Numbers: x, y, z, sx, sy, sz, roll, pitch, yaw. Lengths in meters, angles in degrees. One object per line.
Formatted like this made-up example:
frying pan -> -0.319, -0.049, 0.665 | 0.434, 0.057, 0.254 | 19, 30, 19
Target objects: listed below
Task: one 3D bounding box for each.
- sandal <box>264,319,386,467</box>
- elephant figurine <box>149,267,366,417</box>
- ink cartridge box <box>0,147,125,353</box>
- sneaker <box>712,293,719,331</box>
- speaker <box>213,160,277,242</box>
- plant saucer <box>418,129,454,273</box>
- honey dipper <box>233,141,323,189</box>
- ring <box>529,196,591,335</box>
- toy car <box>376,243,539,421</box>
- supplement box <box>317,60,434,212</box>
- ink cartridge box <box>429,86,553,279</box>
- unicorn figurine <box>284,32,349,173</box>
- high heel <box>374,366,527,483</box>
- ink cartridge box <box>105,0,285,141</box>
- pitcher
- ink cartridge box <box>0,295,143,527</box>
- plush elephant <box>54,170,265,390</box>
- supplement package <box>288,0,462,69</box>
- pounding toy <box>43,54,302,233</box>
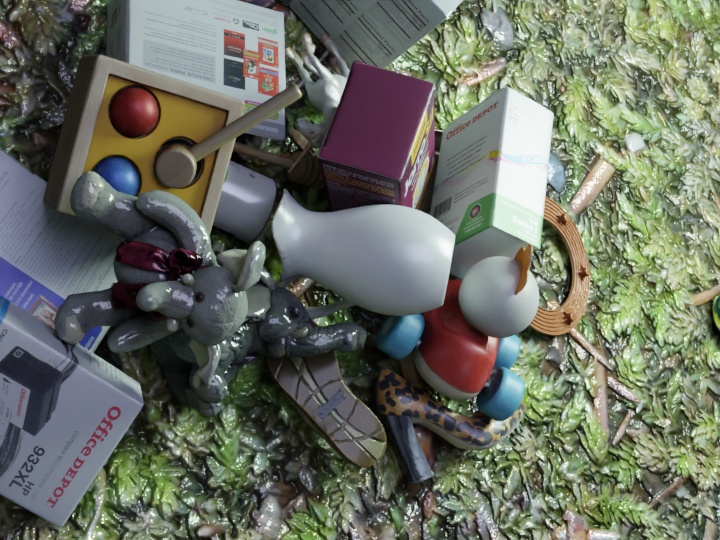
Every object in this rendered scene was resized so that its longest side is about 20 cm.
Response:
sandal -> -0.046, 0.142, 1.256 | 0.080, 0.054, 0.201 | -36, 90, -21
elephant figurine -> -0.124, 0.060, 1.194 | 0.199, 0.141, 0.156 | -33, 107, -29
ink cartridge box -> -0.346, 0.010, 1.121 | 0.199, 0.047, 0.199 | 36, 60, -15
sneaker -> 0.619, 0.039, 1.699 | 0.130, 0.079, 0.201 | 36, 58, -19
speaker -> -0.199, -0.105, 1.229 | 0.199, 0.081, 0.082 | 23, 63, -24
plant saucer -> 0.105, -0.089, 1.445 | 0.199, 0.034, 0.202 | 11, 69, -30
honey dipper -> -0.120, -0.139, 1.292 | 0.199, 0.038, 0.038 | 16, 65, -41
ring -> 0.258, -0.011, 1.502 | 0.199, 0.019, 0.202 | 14, 69, -40
toy car -> 0.150, 0.039, 1.301 | 0.184, 0.200, 0.177 | 32, 27, -13
supplement box -> 0.024, -0.132, 1.286 | 0.102, 0.200, 0.132 | 17, 72, 10
ink cartridge box -> 0.163, -0.108, 1.378 | 0.083, 0.145, 0.202 | 23, 63, -25
unicorn figurine -> -0.043, -0.220, 1.339 | 0.200, 0.074, 0.138 | -29, 88, -51
high heel -> 0.114, 0.158, 1.343 | 0.199, 0.071, 0.144 | -22, 89, -29
ink cartridge box -> -0.192, -0.231, 1.271 | 0.198, 0.084, 0.177 | 9, 66, -29
pitcher -> 0.000, 0.000, 1.237 | 0.198, 0.173, 0.122 | 10, 45, 4
ink cartridge box -> -0.328, 0.126, 1.033 | 0.199, 0.084, 0.146 | 35, 88, -17
plush elephant -> -0.172, 0.018, 1.017 | 0.199, 0.155, 0.166 | 10, 102, -35
supplement package -> 0.041, -0.373, 1.398 | 0.151, 0.200, 0.152 | 46, 55, -11
pounding toy -> -0.193, -0.127, 1.106 | 0.198, 0.142, 0.186 | 14, 94, -25
